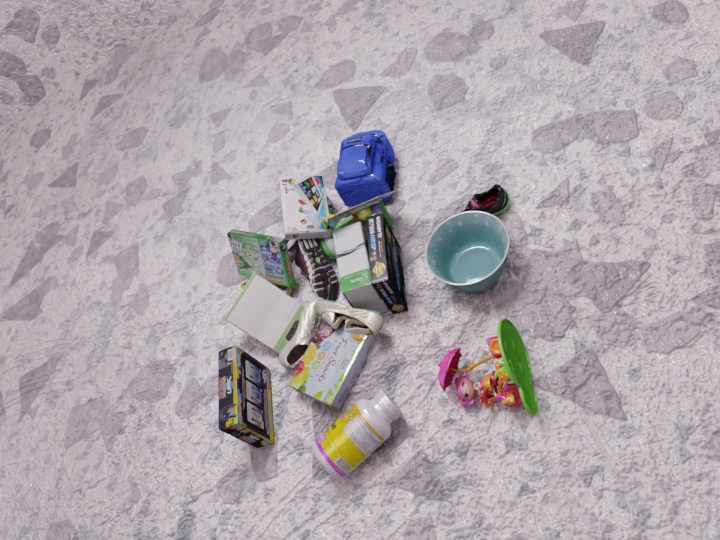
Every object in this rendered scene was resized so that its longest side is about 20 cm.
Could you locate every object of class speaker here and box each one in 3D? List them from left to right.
[{"bbox_3d":[-0.013,-0.111,1.578,0.199,0.089,0.089,-30,51,8],"label":"speaker"}]

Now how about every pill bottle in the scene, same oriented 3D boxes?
[{"bbox_3d":[-0.004,0.354,1.265,0.200,0.104,0.104,-42,50,-3],"label":"pill bottle"}]

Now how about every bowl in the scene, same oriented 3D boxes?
[{"bbox_3d":[0.264,-0.030,1.368,0.199,0.105,0.202,-14,55,20],"label":"bowl"}]

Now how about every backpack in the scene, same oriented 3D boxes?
[{"bbox_3d":[0.018,-0.309,1.639,0.161,0.168,0.202,-1,56,19],"label":"backpack"}]

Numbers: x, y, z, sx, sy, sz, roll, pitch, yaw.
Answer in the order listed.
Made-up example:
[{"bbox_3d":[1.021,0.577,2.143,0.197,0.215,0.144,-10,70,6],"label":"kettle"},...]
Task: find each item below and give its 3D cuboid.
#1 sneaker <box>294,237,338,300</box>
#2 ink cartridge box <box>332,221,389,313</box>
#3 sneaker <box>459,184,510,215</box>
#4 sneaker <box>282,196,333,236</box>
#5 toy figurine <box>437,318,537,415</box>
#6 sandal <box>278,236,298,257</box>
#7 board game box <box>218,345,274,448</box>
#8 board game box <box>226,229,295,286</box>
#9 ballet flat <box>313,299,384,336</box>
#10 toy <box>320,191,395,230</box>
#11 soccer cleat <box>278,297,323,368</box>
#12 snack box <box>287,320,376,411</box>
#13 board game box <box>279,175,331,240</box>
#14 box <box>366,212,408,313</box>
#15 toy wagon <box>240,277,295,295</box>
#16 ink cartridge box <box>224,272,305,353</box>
[{"bbox_3d":[-0.126,0.004,1.582,0.075,0.115,0.202,-14,80,-25],"label":"sneaker"},{"bbox_3d":[0.000,0.000,1.461,0.082,0.147,0.201,-19,54,10],"label":"ink cartridge box"},{"bbox_3d":[0.281,-0.148,1.448,0.199,0.084,0.077,-39,50,0],"label":"sneaker"},{"bbox_3d":[-0.179,-0.166,1.672,0.199,0.130,0.079,-43,49,-3],"label":"sneaker"},{"bbox_3d":[0.255,0.226,1.222,0.183,0.150,0.202,-24,76,29],"label":"toy figurine"},{"bbox_3d":[-0.200,-0.064,1.634,0.201,0.083,0.050,-24,63,-4],"label":"sandal"},{"bbox_3d":[-0.277,0.307,1.398,0.056,0.166,0.201,-20,53,13],"label":"board game box"},{"bbox_3d":[-0.275,-0.036,1.588,0.199,0.136,0.029,12,35,33],"label":"board game box"},{"bbox_3d":[-0.040,0.116,1.397,0.198,0.068,0.063,8,53,27],"label":"ballet flat"},{"bbox_3d":[-0.004,-0.146,1.482,0.198,0.115,0.048,-19,94,-6],"label":"toy"},{"bbox_3d":[-0.138,0.163,1.475,0.201,0.069,0.077,-59,26,-9],"label":"soccer cleat"},{"bbox_3d":[-0.069,0.223,1.414,0.141,0.053,0.201,16,67,32],"label":"snack box"},{"bbox_3d":[-0.152,-0.175,1.575,0.125,0.035,0.202,-3,57,-10],"label":"board game box"},{"bbox_3d":[0.065,-0.017,1.429,0.046,0.159,0.202,-14,54,15],"label":"box"},{"bbox_3d":[-0.255,0.061,1.626,0.154,0.040,0.201,-28,52,10],"label":"toy wagon"},{"bbox_3d":[-0.238,0.120,1.529,0.199,0.048,0.146,33,81,-6],"label":"ink cartridge box"}]
